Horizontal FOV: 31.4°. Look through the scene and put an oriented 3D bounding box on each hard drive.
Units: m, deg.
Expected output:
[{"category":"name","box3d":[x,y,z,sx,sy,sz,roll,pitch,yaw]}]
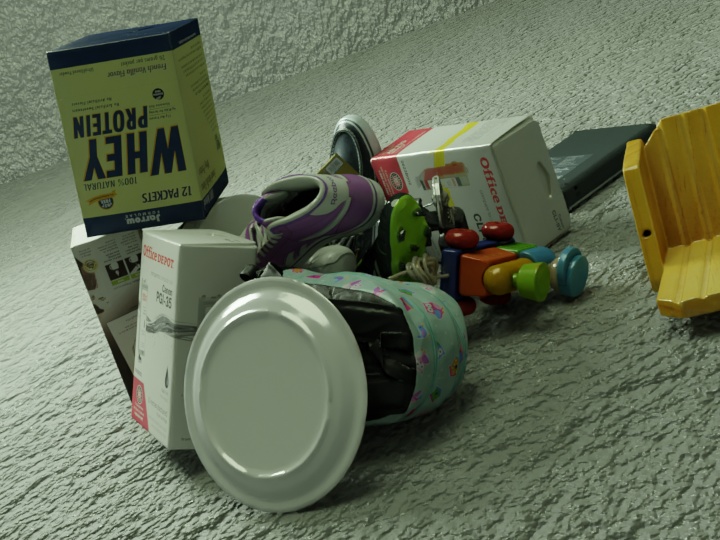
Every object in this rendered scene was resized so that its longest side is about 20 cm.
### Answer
[{"category":"hard drive","box3d":[0.269,-0.130,1.622,0.200,0.033,0.139,-34,21,-33]}]

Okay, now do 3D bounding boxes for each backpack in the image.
[{"category":"backpack","box3d":[-0.005,0.067,1.163,0.199,0.168,0.126,1,11,38]}]

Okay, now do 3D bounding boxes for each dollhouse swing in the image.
[{"category":"dollhouse swing","box3d":[0.339,-0.067,1.147,0.199,0.183,0.176,-14,-1,22]}]

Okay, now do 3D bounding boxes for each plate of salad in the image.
[{"category":"plate of salad","box3d":[-0.071,0.106,1.104,0.199,0.201,0.048,-11,-8,33]}]

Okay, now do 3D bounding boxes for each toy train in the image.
[{"category":"toy train","box3d":[0.130,0.007,1.242,0.115,0.085,0.200,9,12,35]}]

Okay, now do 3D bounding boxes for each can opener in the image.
[{"category":"can opener","box3d":[0.080,-0.038,1.356,0.067,0.054,0.200,-9,-21,8]}]

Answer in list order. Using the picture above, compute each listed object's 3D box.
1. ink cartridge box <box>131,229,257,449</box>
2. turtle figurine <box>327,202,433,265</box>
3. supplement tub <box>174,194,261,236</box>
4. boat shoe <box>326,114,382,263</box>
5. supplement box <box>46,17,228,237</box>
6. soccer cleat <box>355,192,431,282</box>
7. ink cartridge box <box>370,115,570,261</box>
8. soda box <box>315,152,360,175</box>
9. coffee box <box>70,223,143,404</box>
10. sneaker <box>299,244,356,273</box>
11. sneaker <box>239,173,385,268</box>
[{"category":"ink cartridge box","box3d":[-0.168,0.063,1.279,0.082,0.201,0.146,1,6,-25]},{"category":"turtle figurine","box3d":[0.000,0.000,1.452,0.200,0.101,0.150,-33,-7,26]},{"category":"supplement tub","box3d":[-0.162,-0.009,1.533,0.140,0.141,0.200,-30,2,-24]},{"category":"boat shoe","box3d":[-0.022,-0.082,1.548,0.071,0.201,0.091,13,26,38]},{"category":"supplement box","box3d":[-0.240,-0.164,1.427,0.134,0.201,0.200,-8,15,4]},{"category":"soccer cleat","box3d":[0.029,-0.006,1.284,0.081,0.200,0.068,25,57,25]},{"category":"ink cartridge box","box3d":[0.126,-0.092,1.491,0.200,0.146,0.083,-2,27,48]},{"category":"soda box","box3d":[-0.075,-0.035,1.423,0.200,0.064,0.068,-47,2,-23]},{"category":"coffee box","box3d":[-0.262,0.041,1.479,0.080,0.201,0.113,-20,16,-6]},{"category":"sneaker","box3d":[-0.032,0.062,1.318,0.099,0.078,0.201,5,57,29]},{"category":"sneaker","box3d":[-0.085,-0.049,1.272,0.200,0.073,0.114,-30,-21,38]}]
